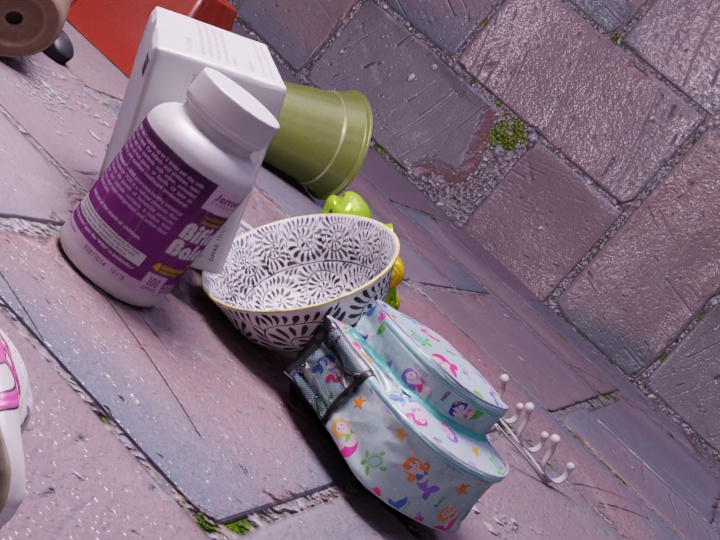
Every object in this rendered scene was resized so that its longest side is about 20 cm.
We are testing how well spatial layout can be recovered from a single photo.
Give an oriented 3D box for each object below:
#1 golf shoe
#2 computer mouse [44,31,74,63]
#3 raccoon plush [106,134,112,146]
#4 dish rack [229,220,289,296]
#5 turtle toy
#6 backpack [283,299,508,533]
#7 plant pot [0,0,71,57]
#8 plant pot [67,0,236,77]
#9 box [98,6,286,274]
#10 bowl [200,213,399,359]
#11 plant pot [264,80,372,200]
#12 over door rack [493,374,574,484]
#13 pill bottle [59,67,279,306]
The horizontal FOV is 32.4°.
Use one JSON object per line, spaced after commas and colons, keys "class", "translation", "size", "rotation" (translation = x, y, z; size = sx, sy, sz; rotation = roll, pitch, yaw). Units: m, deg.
{"class": "golf shoe", "translation": [-0.208, 0.070, 0.676], "size": [0.092, 0.073, 0.200], "rotation": [34, 12, -41]}
{"class": "computer mouse", "translation": [-0.443, -0.346, 1.697], "size": [0.200, 0.034, 0.059], "rotation": [47, 13, 34]}
{"class": "raccoon plush", "translation": [-0.224, -0.115, 1.451], "size": [0.134, 0.097, 0.200], "rotation": [47, 27, -26]}
{"class": "dish rack", "translation": [-0.113, 0.002, 1.399], "size": [0.200, 0.044, 0.172], "rotation": [37, 12, -21]}
{"class": "turtle toy", "translation": [0.000, 0.000, 1.525], "size": [0.101, 0.201, 0.146], "rotation": [-4, 17, -2]}
{"class": "backpack", "translation": [0.045, 0.137, 1.136], "size": [0.177, 0.151, 0.200], "rotation": [33, 17, -42]}
{"class": "plant pot", "translation": [-0.413, -0.350, 1.463], "size": [0.200, 0.200, 0.175], "rotation": [32, 30, -41]}
{"class": "plant pot", "translation": [-0.319, -0.403, 1.991], "size": [0.200, 0.176, 0.200], "rotation": [42, 11, 12]}
{"class": "box", "translation": [-0.174, -0.134, 1.229], "size": [0.130, 0.200, 0.199], "rotation": [17, 18, -16]}
{"class": "bowl", "translation": [-0.054, 0.029, 1.249], "size": [0.201, 0.200, 0.094], "rotation": [-121, -161, -61]}
{"class": "plant pot", "translation": [-0.115, -0.242, 2.112], "size": [0.190, 0.200, 0.200], "rotation": [17, 22, -34]}
{"class": "over door rack", "translation": [0.190, 0.191, 1.636], "size": [0.200, 0.067, 0.148], "rotation": [33, 12, -39]}
{"class": "pill bottle", "translation": [-0.163, -0.074, 1.084], "size": [0.112, 0.200, 0.112], "rotation": [38, 12, -10]}
